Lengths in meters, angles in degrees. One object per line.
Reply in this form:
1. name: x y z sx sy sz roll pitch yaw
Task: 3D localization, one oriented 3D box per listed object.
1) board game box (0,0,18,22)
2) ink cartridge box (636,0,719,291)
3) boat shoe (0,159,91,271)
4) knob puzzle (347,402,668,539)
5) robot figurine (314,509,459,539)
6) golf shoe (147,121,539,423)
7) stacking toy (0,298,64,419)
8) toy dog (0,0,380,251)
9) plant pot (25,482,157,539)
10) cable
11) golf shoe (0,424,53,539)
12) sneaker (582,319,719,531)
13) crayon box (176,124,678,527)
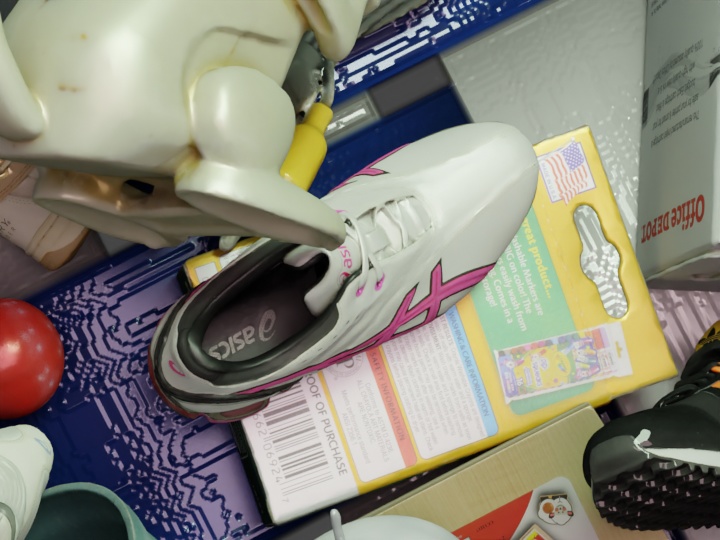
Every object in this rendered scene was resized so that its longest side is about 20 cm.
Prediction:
1. board game box: -0.176 -0.160 1.183 0.135 0.035 0.201 -2 81 26
2. ink cartridge box: 0.183 -0.095 1.206 0.083 0.144 0.201 5 83 -7
3. boat shoe: -0.113 -0.100 1.201 0.069 0.074 0.201 31 82 -7
4. knob puzzle: 0.071 0.185 1.213 0.218 0.030 0.221 -1 97 -4
5. robot figurine: 0.028 0.188 1.138 0.200 0.169 0.113 52 36 -9
6. golf shoe: 0.000 0.000 1.146 0.200 0.092 0.073 -35 89 -12
7. stacking toy: -0.225 0.066 1.169 0.199 0.085 0.086 -25 87 -17
8. toy dog: -0.084 -0.125 1.091 0.193 0.139 0.201 21 74 -36
9. plant pot: -0.121 0.210 1.119 0.134 0.200 0.201 43 79 -27
10. cable: -0.022 -0.089 1.228 0.200 0.097 0.050 -49 123 -29
11. golf shoe: -0.205 0.133 1.147 0.200 0.097 0.078 -32 96 29
12. sneaker: 0.158 0.064 1.188 0.200 0.070 0.091 8 62 -48
13. crayon box: 0.030 0.026 1.218 0.199 0.052 0.126 -19 86 -9
